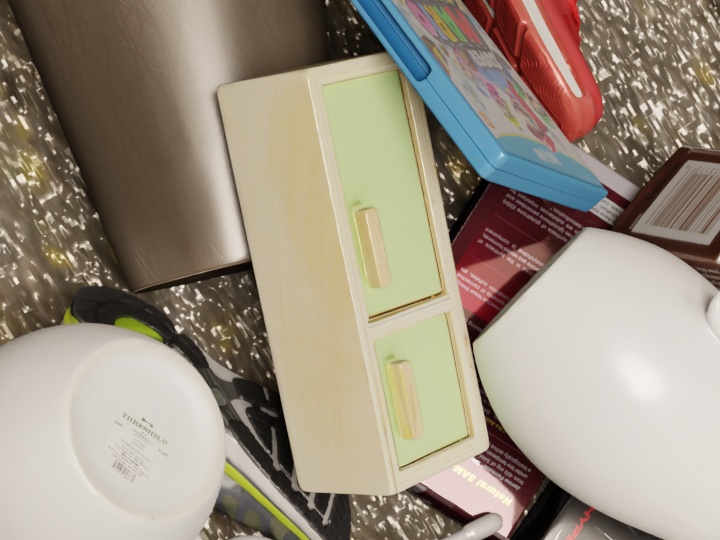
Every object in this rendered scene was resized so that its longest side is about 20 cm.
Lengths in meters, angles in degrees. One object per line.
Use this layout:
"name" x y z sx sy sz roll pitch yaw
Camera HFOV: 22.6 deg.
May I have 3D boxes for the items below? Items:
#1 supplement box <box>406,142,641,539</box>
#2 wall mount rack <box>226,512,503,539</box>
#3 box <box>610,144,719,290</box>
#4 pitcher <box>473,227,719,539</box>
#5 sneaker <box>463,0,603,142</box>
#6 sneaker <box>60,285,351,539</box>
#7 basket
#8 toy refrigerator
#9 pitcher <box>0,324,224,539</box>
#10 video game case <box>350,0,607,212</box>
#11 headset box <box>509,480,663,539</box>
"supplement box" 0.079 0.033 0.967 0.109 0.061 0.200 34 78 -3
"wall mount rack" 0.007 0.213 0.904 0.174 0.075 0.200 -23 86 17
"box" 0.232 0.027 0.937 0.075 0.100 0.200 -49 115 -12
"pitcher" 0.166 0.062 0.850 0.200 0.172 0.121 44 40 2
"sneaker" 0.111 -0.165 0.967 0.115 0.078 0.200 -18 65 -14
"sneaker" -0.088 0.092 0.936 0.200 0.074 0.081 40 119 -14
"basket" -0.085 -0.098 0.926 0.180 0.136 0.200 -14 89 1
"toy refrigerator" 0.000 0.000 0.860 0.076 0.070 0.200 -18 100 -45
"pitcher" -0.133 0.111 0.844 0.172 0.200 0.121 36 53 -24
"video game case" 0.035 -0.116 0.869 0.018 0.143 0.200 -40 70 17
"headset box" 0.198 0.155 0.961 0.200 0.075 0.149 38 79 -2
